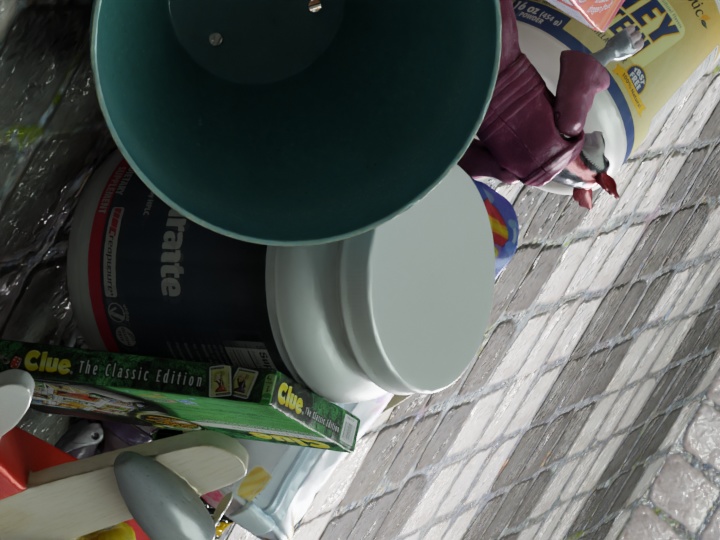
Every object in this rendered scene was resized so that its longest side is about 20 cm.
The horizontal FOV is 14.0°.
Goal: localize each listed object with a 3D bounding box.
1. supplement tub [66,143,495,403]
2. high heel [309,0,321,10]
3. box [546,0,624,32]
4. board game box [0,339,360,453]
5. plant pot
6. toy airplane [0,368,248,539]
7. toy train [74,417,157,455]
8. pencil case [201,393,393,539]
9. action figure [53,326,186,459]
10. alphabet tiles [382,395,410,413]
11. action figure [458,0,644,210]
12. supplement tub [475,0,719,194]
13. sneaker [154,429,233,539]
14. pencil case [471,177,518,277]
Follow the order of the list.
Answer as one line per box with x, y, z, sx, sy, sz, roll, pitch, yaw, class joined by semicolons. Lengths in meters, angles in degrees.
-0.043;-0.002;1.565;0.140;0.199;0.141;-5;96;-56;supplement tub
0.043;-0.176;1.573;0.143;0.199;0.072;-49;129;-33;high heel
0.061;-0.218;1.500;0.095;0.200;0.103;-56;164;2;box
-0.110;0.064;1.544;0.105;0.199;0.024;39;60;-60;board game box
-0.041;-0.127;1.459;0.201;0.200;0.135;-58;-162;8;plant pot
-0.172;0.140;1.547;0.200;0.198;0.142;122;-33;-56;toy airplane
-0.128;0.036;1.744;0.056;0.042;0.200;-25;147;-42;toy train
-0.019;0.060;1.660;0.200;0.091;0.083;-51;134;-12;pencil case
-0.145;0.104;1.694;0.200;0.130;0.069;-52;-171;4;action figure
0.000;0.000;1.790;0.006;0.167;0.200;-18;-173;39;alphabet tiles
0.085;-0.112;1.760;0.134;0.200;0.149;-43;-176;22;action figure
0.167;-0.164;2.021;0.200;0.144;0.145;-47;162;-29;supplement tub
-0.100;0.114;1.801;0.070;0.090;0.200;2;153;-33;sneaker
0.005;-0.046;1.747;0.200;0.087;0.078;29;76;-38;pencil case
